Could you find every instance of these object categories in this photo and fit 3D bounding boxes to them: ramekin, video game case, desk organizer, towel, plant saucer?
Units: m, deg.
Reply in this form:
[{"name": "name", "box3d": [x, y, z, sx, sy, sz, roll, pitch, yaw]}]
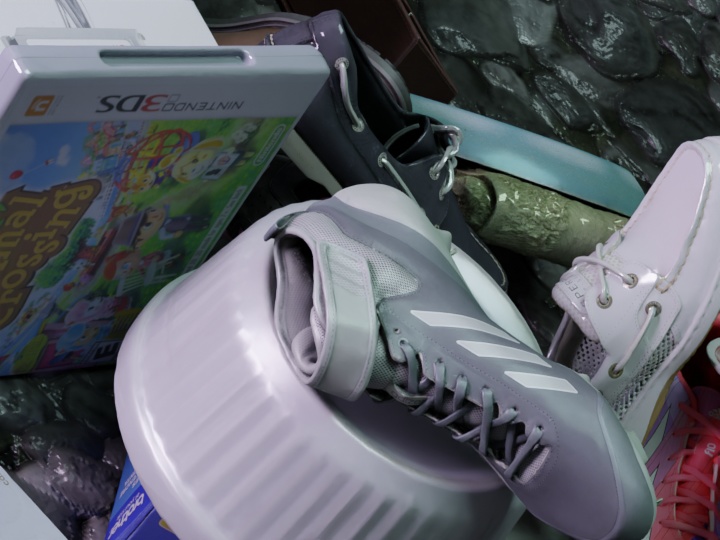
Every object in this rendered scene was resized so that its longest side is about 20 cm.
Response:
[{"name": "ramekin", "box3d": [-0.002, 0.058, 1.268, 0.202, 0.094, 0.203, 25, 40, -23]}, {"name": "video game case", "box3d": [-0.127, -0.024, 1.272, 0.182, 0.200, 0.022, -5, 50, -46]}, {"name": "desk organizer", "box3d": [-0.003, -0.183, 1.661, 0.072, 0.077, 0.200, 1, 52, -42]}, {"name": "towel", "box3d": [0.088, -0.027, 1.532, 0.148, 0.037, 0.200, 18, 1, -23]}, {"name": "plant saucer", "box3d": [0.068, -0.067, 1.544, 0.200, 0.027, 0.200, 18, 0, 0]}]

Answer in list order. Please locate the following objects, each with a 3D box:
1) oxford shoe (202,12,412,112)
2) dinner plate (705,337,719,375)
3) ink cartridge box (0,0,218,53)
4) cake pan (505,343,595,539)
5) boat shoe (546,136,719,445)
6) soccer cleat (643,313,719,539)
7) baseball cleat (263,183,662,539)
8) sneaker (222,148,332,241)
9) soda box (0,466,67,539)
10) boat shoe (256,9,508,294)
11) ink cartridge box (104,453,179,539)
[{"name": "oxford shoe", "box3d": [-0.068, -0.089, 1.458, 0.200, 0.073, 0.084, 9, 47, 28]}, {"name": "dinner plate", "box3d": [0.270, 0.076, 1.436, 0.200, 0.024, 0.200, 14, 14, -3]}, {"name": "ink cartridge box", "box3d": [-0.170, -0.053, 1.309, 0.200, 0.147, 0.083, -4, 58, -46]}, {"name": "cake pan", "box3d": [0.104, 0.125, 1.474, 0.200, 0.037, 0.200, 25, 39, -22]}, {"name": "boat shoe", "box3d": [0.130, 0.021, 1.414, 0.069, 0.200, 0.071, 17, 14, -23]}, {"name": "soccer cleat", "box3d": [0.167, 0.105, 1.455, 0.067, 0.076, 0.200, 29, 37, -18]}, {"name": "baseball cleat", "box3d": [0.033, 0.051, 1.185, 0.106, 0.070, 0.200, -23, 61, -43]}, {"name": "sneaker", "box3d": [0.000, 0.000, 1.429, 0.200, 0.079, 0.095, 32, 8, -41]}, {"name": "soda box", "box3d": [-0.122, 0.181, 1.182, 0.200, 0.064, 0.068, 46, 36, 8]}, {"name": "boat shoe", "box3d": [0.021, -0.049, 1.370, 0.200, 0.063, 0.073, 45, 17, -31]}, {"name": "ink cartridge box", "box3d": [-0.038, 0.104, 1.333, 0.136, 0.076, 0.200, 30, 39, -16]}]
